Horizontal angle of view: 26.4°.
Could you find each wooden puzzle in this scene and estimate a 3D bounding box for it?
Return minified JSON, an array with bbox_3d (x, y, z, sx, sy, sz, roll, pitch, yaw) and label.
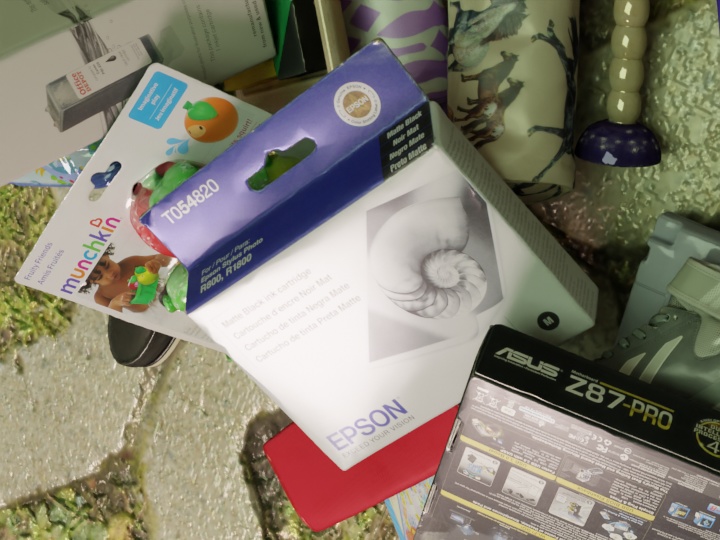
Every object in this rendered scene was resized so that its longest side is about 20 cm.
[{"bbox_3d":[-0.063,-0.183,0.968,0.200,0.037,0.186,-177,75,-68],"label":"wooden puzzle"}]

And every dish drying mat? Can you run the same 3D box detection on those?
[{"bbox_3d":[0.007,0.113,1.011,0.200,0.018,0.077,-36,79,47],"label":"dish drying mat"}]

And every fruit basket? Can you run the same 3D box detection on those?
[{"bbox_3d":[-0.085,-0.019,0.953,0.185,0.199,0.094,-50,38,29],"label":"fruit basket"}]

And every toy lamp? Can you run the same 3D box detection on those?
[{"bbox_3d":[0.156,-0.163,0.877,0.058,0.058,0.201,14,109,31],"label":"toy lamp"}]

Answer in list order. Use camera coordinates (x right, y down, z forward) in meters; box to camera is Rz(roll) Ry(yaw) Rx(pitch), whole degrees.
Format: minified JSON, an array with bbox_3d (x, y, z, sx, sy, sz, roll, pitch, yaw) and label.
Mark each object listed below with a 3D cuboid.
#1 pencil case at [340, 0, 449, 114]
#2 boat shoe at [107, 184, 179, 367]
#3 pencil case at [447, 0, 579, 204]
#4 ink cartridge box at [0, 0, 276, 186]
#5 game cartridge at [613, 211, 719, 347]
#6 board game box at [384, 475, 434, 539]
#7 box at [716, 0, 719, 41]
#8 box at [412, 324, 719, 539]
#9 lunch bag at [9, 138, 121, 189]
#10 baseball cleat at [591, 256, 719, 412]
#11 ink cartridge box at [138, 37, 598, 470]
[{"bbox_3d":[0.014,-0.186,0.950,0.084,0.085,0.201,-10,95,42],"label":"pencil case"},{"bbox_3d":[-0.153,-0.016,1.113,0.073,0.063,0.202,30,117,23],"label":"boat shoe"},{"bbox_3d":[0.083,-0.134,0.895,0.089,0.078,0.201,0,88,22],"label":"pencil case"},{"bbox_3d":[-0.173,-0.149,0.933,0.146,0.199,0.085,45,155,47],"label":"ink cartridge box"},{"bbox_3d":[0.208,0.081,0.905,0.133,0.041,0.201,27,114,31],"label":"game cartridge"},{"bbox_3d":[0.053,0.100,0.995,0.134,0.034,0.201,-25,86,49],"label":"board game box"},{"bbox_3d":[0.286,-0.140,0.763,0.199,0.105,0.185,-2,99,34],"label":"box"},{"bbox_3d":[0.140,0.131,0.854,0.199,0.049,0.162,21,133,7],"label":"box"},{"bbox_3d":[-0.204,-0.130,1.067,0.199,0.161,0.083,0,131,32],"label":"lunch bag"},{"bbox_3d":[0.168,0.049,0.875,0.199,0.070,0.107,-8,82,30],"label":"baseball cleat"},{"bbox_3d":[0.000,0.000,0.878,0.199,0.041,0.200,-34,110,28],"label":"ink cartridge box"}]
